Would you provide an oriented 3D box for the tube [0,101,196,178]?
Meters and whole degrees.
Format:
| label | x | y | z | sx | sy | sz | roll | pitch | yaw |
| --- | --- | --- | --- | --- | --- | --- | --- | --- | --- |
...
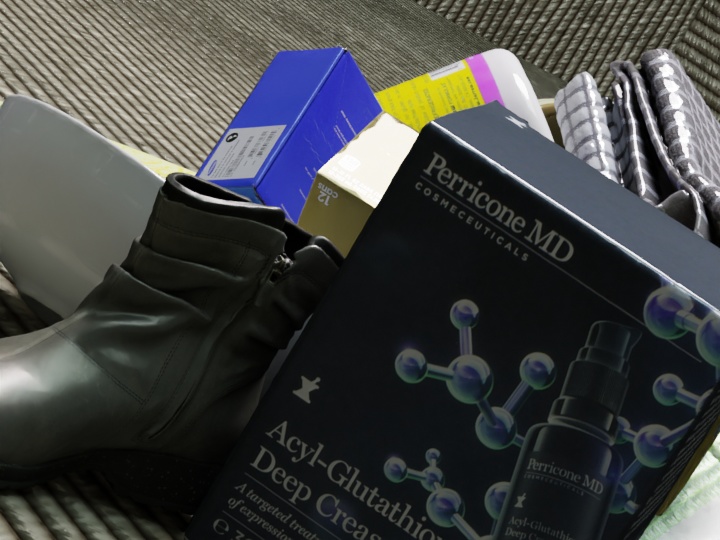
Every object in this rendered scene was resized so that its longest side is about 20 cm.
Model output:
| label | x | y | z | sx | sy | sz | roll | pitch | yaw |
| --- | --- | --- | --- | --- | --- | --- | --- | --- | --- |
| tube | -0.114 | -0.038 | 1.300 | 0.199 | 0.058 | 0.052 | 19 | -28 | 30 |

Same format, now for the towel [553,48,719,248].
| label | x | y | z | sx | sy | sz | roll | pitch | yaw |
| --- | --- | --- | --- | --- | --- | --- | --- | --- | --- |
| towel | 0.181 | -0.001 | 1.352 | 0.200 | 0.085 | 0.166 | 53 | 21 | -41 |

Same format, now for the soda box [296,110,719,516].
| label | x | y | z | sx | sy | sz | roll | pitch | yaw |
| --- | --- | --- | --- | --- | --- | --- | --- | --- | --- |
| soda box | 0.069 | 0.017 | 1.140 | 0.200 | 0.064 | 0.068 | 32 | 39 | 10 |

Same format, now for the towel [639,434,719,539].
| label | x | y | z | sx | sy | sz | roll | pitch | yaw |
| --- | --- | --- | --- | --- | --- | --- | --- | --- | --- |
| towel | 0.117 | 0.076 | 1.164 | 0.200 | 0.031 | 0.149 | 43 | 41 | 19 |

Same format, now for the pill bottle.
| label | x | y | z | sx | sy | sz | roll | pitch | yaw |
| --- | --- | --- | --- | --- | --- | --- | --- | --- | --- |
| pill bottle | 0.002 | -0.033 | 1.352 | 0.104 | 0.199 | 0.105 | -21 | 90 | -89 |

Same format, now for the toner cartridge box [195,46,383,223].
| label | x | y | z | sx | sy | sz | roll | pitch | yaw |
| --- | --- | --- | --- | --- | --- | --- | --- | --- | --- |
| toner cartridge box | 0.000 | 0.000 | 1.250 | 0.043 | 0.095 | 0.200 | 2 | -44 | 39 |

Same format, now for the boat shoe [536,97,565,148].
| label | x | y | z | sx | sy | sz | roll | pitch | yaw |
| --- | --- | --- | --- | --- | --- | --- | --- | --- | --- |
| boat shoe | 0.110 | -0.062 | 1.511 | 0.066 | 0.072 | 0.201 | 26 | 6 | 28 |

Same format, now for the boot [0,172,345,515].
| label | x | y | z | sx | sy | sz | roll | pitch | yaw |
| --- | --- | --- | --- | --- | --- | --- | --- | --- | --- |
| boot | -0.098 | 0.016 | 1.013 | 0.200 | 0.131 | 0.068 | 15 | 19 | -48 |

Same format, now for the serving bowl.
| label | x | y | z | sx | sy | sz | roll | pitch | yaw |
| --- | --- | --- | --- | --- | --- | --- | --- | --- | --- |
| serving bowl | -0.097 | 0.011 | 1.165 | 0.200 | 0.066 | 0.200 | 37 | -10 | 7 |

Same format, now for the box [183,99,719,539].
| label | x | y | z | sx | sy | sz | roll | pitch | yaw |
| --- | --- | --- | --- | --- | --- | --- | --- | --- | --- |
| box | 0.051 | 0.058 | 1.050 | 0.148 | 0.200 | 0.107 | 33 | 15 | 11 |
